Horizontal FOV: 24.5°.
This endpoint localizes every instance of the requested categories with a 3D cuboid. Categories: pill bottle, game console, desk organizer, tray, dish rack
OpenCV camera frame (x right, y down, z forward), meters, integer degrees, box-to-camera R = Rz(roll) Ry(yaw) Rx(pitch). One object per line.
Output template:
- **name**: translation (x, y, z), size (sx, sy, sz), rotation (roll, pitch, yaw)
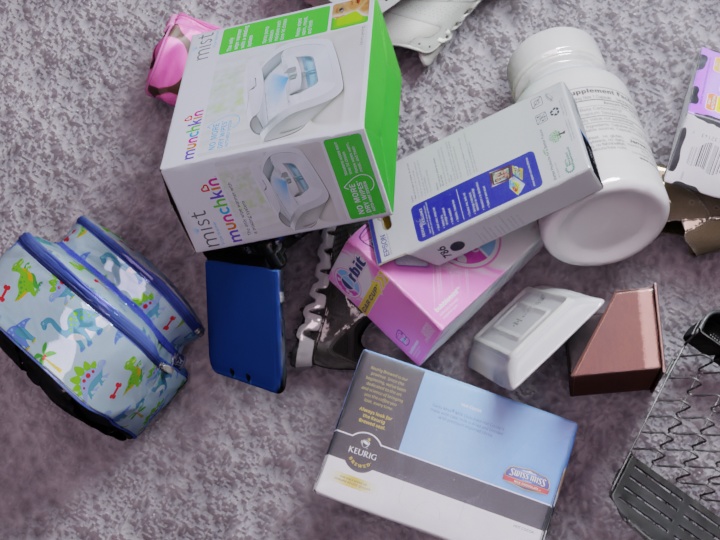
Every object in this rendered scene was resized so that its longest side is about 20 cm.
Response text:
- **pill bottle**: translation (0.193, -0.114, 1.464), size (0.113, 0.115, 0.202), rotation (-14, 53, 3)
- **game console**: translation (-0.066, 0.003, 1.467), size (0.170, 0.200, 0.119), rotation (-37, 106, -17)
- **desk organizer**: translation (0.214, 0.064, 1.417), size (0.076, 0.200, 0.073), rotation (-5, 80, 6)
- **tray**: translation (0.142, 0.049, 1.427), size (0.107, 0.200, 0.022), rotation (-43, 97, -3)
- **dish rack**: translation (0.310, 0.156, 1.436), size (0.153, 0.055, 0.201), rotation (34, 72, -8)

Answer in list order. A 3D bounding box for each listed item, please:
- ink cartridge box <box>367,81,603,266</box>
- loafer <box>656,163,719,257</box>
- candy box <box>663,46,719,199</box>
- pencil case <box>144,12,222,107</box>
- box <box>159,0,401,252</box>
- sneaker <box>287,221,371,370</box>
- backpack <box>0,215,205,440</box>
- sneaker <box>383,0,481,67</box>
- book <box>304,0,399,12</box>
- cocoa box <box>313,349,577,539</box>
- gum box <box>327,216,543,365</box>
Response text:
- **ink cartridge box**: translation (0.099, -0.073, 1.395), size (0.198, 0.039, 0.100), rotation (-23, 53, 16)
- **loafer**: translation (0.319, -0.043, 1.493), size (0.198, 0.076, 0.069), rotation (16, 83, 17)
- **candy box**: translation (0.376, -0.109, 1.445), size (0.198, 0.168, 0.072), rotation (18, 120, 8)
- **pencil case**: translation (-0.100, -0.176, 1.541), size (0.198, 0.094, 0.091), rotation (18, 44, 6)
- **box**: translation (-0.061, -0.124, 1.393), size (0.174, 0.097, 0.201), rotation (-10, 39, 13)
- **sneaker**: translation (0.000, 0.000, 1.518), size (0.089, 0.066, 0.203), rotation (14, 85, 4)
- **backpack**: translation (-0.240, 0.042, 1.462), size (0.182, 0.200, 0.147), rotation (39, 86, 11)
- **sneaker**: translation (0.076, -0.243, 1.553), size (0.198, 0.076, 0.093), rotation (-17, 87, 10)
- **book**: translation (0.034, -0.306, 1.520), size (0.199, 0.048, 0.134), rotation (-36, 42, -11)
- **cocoa box**: translation (0.077, 0.166, 1.445), size (0.198, 0.133, 0.133), rotation (18, 83, 8)
- **gum box**: translation (0.081, -0.024, 1.470), size (0.113, 0.066, 0.200), rotation (43, 54, 10)
